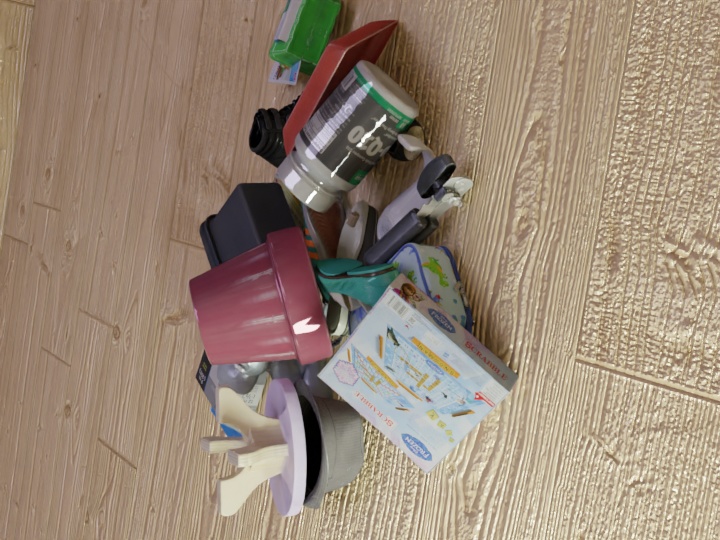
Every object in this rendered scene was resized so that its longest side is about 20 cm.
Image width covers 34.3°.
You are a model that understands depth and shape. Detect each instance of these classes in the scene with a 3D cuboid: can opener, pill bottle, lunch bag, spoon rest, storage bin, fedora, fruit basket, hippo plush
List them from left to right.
[{"bbox_3d":[-0.156,-0.041,1.896,0.135,0.144,0.201,-52,51,46],"label":"storage bin"},{"bbox_3d":[-0.133,0.155,1.819,0.200,0.159,0.160,-53,43,39],"label":"hippo plush"},{"bbox_3d":[-0.107,-0.401,1.939,0.200,0.093,0.187,30,100,65],"label":"fruit basket"},{"bbox_3d":[-0.049,0.255,1.731,0.177,0.089,0.202,-123,38,-49],"label":"fedora"},{"bbox_3d":[-0.020,-0.186,1.648,0.200,0.113,0.113,-48,44,17],"label":"pill bottle"},{"bbox_3d":[0.065,0.066,1.597,0.200,0.082,0.162,-48,47,42],"label":"lunch bag"},{"bbox_3d":[0.069,-0.096,1.658,0.099,0.060,0.202,51,140,46],"label":"spoon rest"},{"bbox_3d":[0.077,-0.073,1.600,0.200,0.052,0.067,-48,57,29],"label":"can opener"}]

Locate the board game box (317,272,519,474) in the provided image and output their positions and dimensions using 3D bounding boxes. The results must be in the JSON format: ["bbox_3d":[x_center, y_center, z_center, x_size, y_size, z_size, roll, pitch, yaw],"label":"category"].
[{"bbox_3d":[0.070,0.136,1.504,0.200,0.041,0.200,42,129,3],"label":"board game box"}]

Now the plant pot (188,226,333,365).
[{"bbox_3d":[-0.148,0.053,1.699,0.200,0.177,0.202,165,90,-85],"label":"plant pot"}]

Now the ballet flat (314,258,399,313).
[{"bbox_3d":[-0.007,0.024,1.595,0.200,0.067,0.071,8,111,62],"label":"ballet flat"}]

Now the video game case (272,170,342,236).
[{"bbox_3d":[-0.079,-0.154,1.921,0.200,0.023,0.183,54,128,46],"label":"video game case"}]

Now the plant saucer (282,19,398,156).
[{"bbox_3d":[-0.037,-0.280,1.735,0.037,0.200,0.200,36,123,6],"label":"plant saucer"}]

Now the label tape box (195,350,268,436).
[{"bbox_3d":[-0.234,0.201,2.060,0.143,0.066,0.202,48,122,50],"label":"label tape box"}]

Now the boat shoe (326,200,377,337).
[{"bbox_3d":[-0.001,0.000,1.733,0.072,0.060,0.204,-4,74,66],"label":"boat shoe"}]

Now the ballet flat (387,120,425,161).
[{"bbox_3d":[0.034,-0.206,1.719,0.200,0.056,0.067,36,113,54],"label":"ballet flat"}]

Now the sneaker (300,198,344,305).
[{"bbox_3d":[-0.062,-0.041,1.816,0.080,0.071,0.202,-38,61,52],"label":"sneaker"}]

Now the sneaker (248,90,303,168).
[{"bbox_3d":[-0.108,-0.252,1.871,0.201,0.099,0.071,-57,38,21],"label":"sneaker"}]

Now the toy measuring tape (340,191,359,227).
[{"bbox_3d":[-0.006,-0.145,1.748,0.074,0.073,0.201,-53,39,38],"label":"toy measuring tape"}]

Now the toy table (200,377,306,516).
[{"bbox_3d":[-0.154,0.264,1.715,0.184,0.116,0.202,154,112,-64],"label":"toy table"}]
